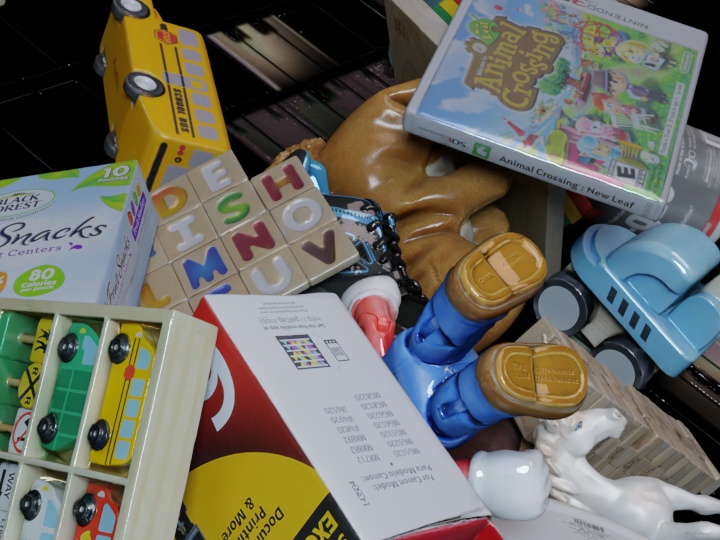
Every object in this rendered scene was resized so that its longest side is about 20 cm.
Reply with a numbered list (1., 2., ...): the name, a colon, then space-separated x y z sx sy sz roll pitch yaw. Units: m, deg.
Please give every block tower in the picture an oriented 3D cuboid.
1. block tower: 0.162 0.105 0.780 0.199 0.058 0.054 33 22 -40

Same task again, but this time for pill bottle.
1. pill bottle: 0.236 -0.096 1.095 0.198 0.115 0.114 19 36 -13

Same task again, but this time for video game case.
1. video game case: 0.143 -0.136 0.842 0.180 0.022 0.201 20 49 7

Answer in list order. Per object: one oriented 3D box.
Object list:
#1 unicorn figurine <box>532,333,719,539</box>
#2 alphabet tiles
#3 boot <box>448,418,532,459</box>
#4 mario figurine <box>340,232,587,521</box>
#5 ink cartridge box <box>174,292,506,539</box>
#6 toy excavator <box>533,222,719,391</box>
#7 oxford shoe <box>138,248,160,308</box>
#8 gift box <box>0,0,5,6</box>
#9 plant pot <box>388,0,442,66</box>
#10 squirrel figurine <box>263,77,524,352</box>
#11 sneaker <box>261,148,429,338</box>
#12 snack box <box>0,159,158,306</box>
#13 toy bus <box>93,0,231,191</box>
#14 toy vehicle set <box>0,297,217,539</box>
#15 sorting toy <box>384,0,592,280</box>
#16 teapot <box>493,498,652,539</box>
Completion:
1. unicorn figurine: 0.166 0.145 0.690 0.136 0.202 0.074 5 37 14
2. alphabet tiles: -0.106 0.008 0.699 0.199 0.008 0.168 -28 48 -5
3. boot: 0.011 0.099 0.707 0.166 0.072 0.200 44 43 -5
4. mario figurine: 0.040 0.056 0.585 0.105 0.200 0.124 27 57 -15
5. ink cartridge box: -0.041 0.142 0.523 0.083 0.201 0.176 0 42 -46
6. toy excavator: 0.258 0.016 0.894 0.195 0.200 0.100 49 39 14
7. oxford shoe: -0.123 0.055 0.716 0.083 0.073 0.201 -5 44 0
8. gift box: -0.348 -0.159 0.712 0.199 0.188 0.185 33 35 6
9. plant pot: 0.149 -0.247 1.183 0.198 0.162 0.202 18 37 -14
10. squirrel figurine: 0.022 -0.017 0.858 0.198 0.142 0.188 -13 63 -15
11. sneaker: 0.000 0.000 0.718 0.199 0.082 0.073 38 0 27
12. snack box: -0.197 0.023 0.649 0.140 0.053 0.201 -6 37 7
13. toy bus: -0.155 -0.135 0.918 0.077 0.065 0.201 9 39 -25
14. toy vehicle set: -0.130 0.113 0.491 0.026 0.123 0.202 24 72 -48
15. sorting toy: 0.111 -0.112 0.952 0.069 0.201 0.199 -33 61 -13
16. teapot: 0.092 0.212 0.588 0.196 0.148 0.199 8 18 -46
